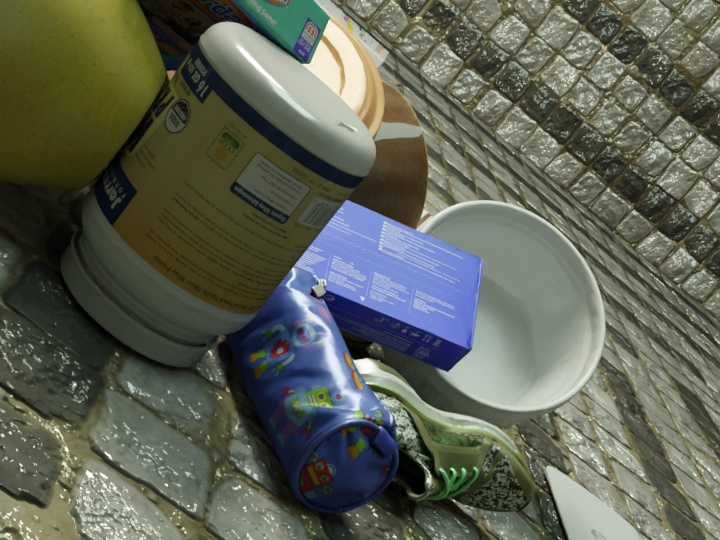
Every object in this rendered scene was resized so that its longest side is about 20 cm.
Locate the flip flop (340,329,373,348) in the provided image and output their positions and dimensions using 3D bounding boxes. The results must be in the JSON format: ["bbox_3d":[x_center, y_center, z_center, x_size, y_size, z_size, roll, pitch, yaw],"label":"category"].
[{"bbox_3d":[-0.036,0.023,1.055,0.081,0.058,0.199,50,17,30],"label":"flip flop"}]

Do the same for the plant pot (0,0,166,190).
[{"bbox_3d":[-0.214,-0.135,0.803,0.142,0.200,0.201,38,15,-20],"label":"plant pot"}]

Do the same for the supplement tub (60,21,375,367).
[{"bbox_3d":[-0.099,-0.049,0.830,0.144,0.201,0.145,37,14,-11],"label":"supplement tub"}]

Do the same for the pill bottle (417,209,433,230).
[{"bbox_3d":[0.057,0.005,1.235,0.200,0.110,0.110,42,15,5],"label":"pill bottle"}]

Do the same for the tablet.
[{"bbox_3d":[0.237,0.267,1.140,0.130,0.014,0.200,37,16,-16],"label":"tablet"}]

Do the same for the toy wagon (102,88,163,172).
[{"bbox_3d":[-0.210,-0.186,1.003,0.039,0.203,0.155,2,-9,33],"label":"toy wagon"}]

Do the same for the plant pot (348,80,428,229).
[{"bbox_3d":[-0.072,-0.088,1.102,0.198,0.188,0.187,-1,42,-44],"label":"plant pot"}]

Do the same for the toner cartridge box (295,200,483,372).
[{"bbox_3d":[0.000,0.000,0.988,0.198,0.043,0.096,23,50,-14],"label":"toner cartridge box"}]

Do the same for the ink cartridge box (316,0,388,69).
[{"bbox_3d":[-0.050,-0.407,2.141,0.199,0.084,0.145,40,15,-7],"label":"ink cartridge box"}]

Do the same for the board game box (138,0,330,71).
[{"bbox_3d":[-0.141,-0.207,0.890,0.198,0.045,0.152,7,-24,43],"label":"board game box"}]

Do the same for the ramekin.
[{"bbox_3d":[0.110,0.049,1.107,0.197,0.105,0.203,9,63,-17],"label":"ramekin"}]

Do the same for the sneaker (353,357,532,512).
[{"bbox_3d":[0.051,0.151,0.929,0.198,0.077,0.089,30,31,-21],"label":"sneaker"}]

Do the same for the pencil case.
[{"bbox_3d":[-0.037,0.075,0.865,0.078,0.086,0.201,49,8,-42],"label":"pencil case"}]

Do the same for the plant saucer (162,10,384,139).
[{"bbox_3d":[-0.071,-0.167,1.037,0.197,0.032,0.203,12,54,-17],"label":"plant saucer"}]
